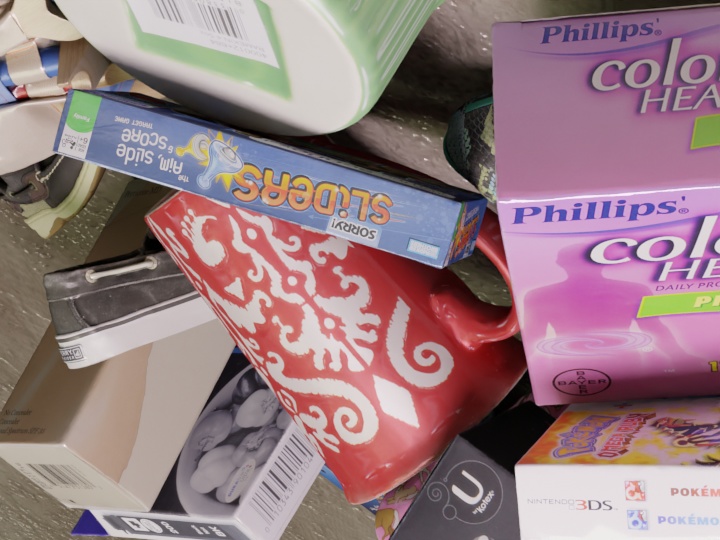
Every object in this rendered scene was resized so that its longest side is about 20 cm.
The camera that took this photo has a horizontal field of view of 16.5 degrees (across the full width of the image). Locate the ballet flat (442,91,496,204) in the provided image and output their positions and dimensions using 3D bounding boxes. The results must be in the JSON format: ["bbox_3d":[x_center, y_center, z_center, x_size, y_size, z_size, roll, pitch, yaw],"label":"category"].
[{"bbox_3d":[0.134,-0.028,1.281,0.200,0.074,0.074,32,156,-21],"label":"ballet flat"}]

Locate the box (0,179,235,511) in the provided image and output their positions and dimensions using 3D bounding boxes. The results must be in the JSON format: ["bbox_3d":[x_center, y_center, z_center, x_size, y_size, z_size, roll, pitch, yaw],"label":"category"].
[{"bbox_3d":[-0.135,0.043,1.521,0.095,0.200,0.078,-6,141,49],"label":"box"}]

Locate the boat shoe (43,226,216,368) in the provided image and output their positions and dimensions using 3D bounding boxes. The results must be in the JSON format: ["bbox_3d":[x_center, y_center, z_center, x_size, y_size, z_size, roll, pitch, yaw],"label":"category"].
[{"bbox_3d":[-0.096,-0.005,1.451,0.071,0.200,0.064,-9,101,50],"label":"boat shoe"}]

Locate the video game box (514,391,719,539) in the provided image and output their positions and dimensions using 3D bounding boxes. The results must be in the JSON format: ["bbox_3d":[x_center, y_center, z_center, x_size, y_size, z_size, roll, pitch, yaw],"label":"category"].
[{"bbox_3d":[0.189,0.083,1.205,0.182,0.200,0.047,-3,103,21],"label":"video game box"}]

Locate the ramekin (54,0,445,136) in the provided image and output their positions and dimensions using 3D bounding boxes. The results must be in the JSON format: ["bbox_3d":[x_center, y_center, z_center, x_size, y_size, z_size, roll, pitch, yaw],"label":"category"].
[{"bbox_3d":[-0.057,-0.151,1.176,0.200,0.098,0.200,22,156,10],"label":"ramekin"}]

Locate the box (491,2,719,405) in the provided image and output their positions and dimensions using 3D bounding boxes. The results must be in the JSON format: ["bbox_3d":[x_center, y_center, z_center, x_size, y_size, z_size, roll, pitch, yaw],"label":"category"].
[{"bbox_3d":[0.157,-0.027,1.144,0.176,0.097,0.200,-4,149,7],"label":"box"}]

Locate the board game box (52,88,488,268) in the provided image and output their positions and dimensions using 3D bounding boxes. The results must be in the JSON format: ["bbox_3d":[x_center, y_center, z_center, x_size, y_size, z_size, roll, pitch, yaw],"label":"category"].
[{"bbox_3d":[-0.041,-0.048,1.249,0.200,0.035,0.135,17,-175,8],"label":"board game box"}]

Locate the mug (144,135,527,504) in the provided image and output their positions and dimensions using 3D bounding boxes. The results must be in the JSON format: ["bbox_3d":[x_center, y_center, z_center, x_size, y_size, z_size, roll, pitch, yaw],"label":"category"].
[{"bbox_3d":[-0.001,-0.001,1.383,0.200,0.177,0.133,50,-168,-6],"label":"mug"}]

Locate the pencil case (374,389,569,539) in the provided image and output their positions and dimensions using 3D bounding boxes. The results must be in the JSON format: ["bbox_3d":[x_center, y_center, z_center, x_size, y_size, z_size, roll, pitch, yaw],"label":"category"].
[{"bbox_3d":[0.090,0.127,1.493,0.083,0.087,0.200,10,149,-30],"label":"pencil case"}]

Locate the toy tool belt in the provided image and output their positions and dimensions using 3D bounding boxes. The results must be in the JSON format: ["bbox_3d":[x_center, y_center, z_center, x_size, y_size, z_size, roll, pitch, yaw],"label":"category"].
[{"bbox_3d":[-0.174,-0.139,1.330,0.123,0.125,0.200,-13,149,8],"label":"toy tool belt"}]

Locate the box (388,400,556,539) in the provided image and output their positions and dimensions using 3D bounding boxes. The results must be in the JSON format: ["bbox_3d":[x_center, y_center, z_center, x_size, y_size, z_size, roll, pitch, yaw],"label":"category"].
[{"bbox_3d":[0.123,0.175,1.337,0.200,0.106,0.122,36,-162,15],"label":"box"}]

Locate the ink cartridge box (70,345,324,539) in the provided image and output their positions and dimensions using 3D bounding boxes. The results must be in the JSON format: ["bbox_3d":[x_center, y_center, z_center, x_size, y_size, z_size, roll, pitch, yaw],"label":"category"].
[{"bbox_3d":[-0.084,0.084,1.558,0.200,0.198,0.043,-4,136,47],"label":"ink cartridge box"}]

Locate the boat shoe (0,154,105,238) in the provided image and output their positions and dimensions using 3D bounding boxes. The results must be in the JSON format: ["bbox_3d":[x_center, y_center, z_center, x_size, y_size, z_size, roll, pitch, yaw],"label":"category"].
[{"bbox_3d":[-0.190,-0.071,1.506,0.066,0.072,0.201,25,161,-10],"label":"boat shoe"}]

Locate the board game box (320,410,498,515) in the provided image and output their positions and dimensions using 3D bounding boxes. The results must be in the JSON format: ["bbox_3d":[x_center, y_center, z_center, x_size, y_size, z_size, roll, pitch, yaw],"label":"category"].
[{"bbox_3d":[0.048,0.126,1.678,0.200,0.062,0.200,4,149,40],"label":"board game box"}]
